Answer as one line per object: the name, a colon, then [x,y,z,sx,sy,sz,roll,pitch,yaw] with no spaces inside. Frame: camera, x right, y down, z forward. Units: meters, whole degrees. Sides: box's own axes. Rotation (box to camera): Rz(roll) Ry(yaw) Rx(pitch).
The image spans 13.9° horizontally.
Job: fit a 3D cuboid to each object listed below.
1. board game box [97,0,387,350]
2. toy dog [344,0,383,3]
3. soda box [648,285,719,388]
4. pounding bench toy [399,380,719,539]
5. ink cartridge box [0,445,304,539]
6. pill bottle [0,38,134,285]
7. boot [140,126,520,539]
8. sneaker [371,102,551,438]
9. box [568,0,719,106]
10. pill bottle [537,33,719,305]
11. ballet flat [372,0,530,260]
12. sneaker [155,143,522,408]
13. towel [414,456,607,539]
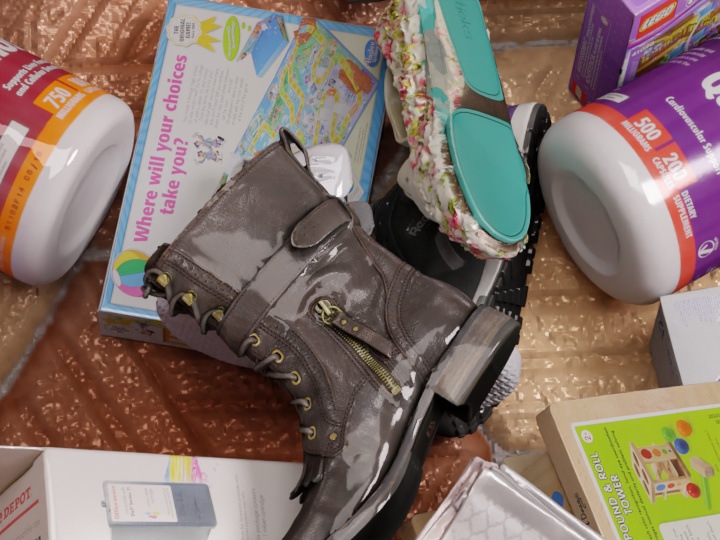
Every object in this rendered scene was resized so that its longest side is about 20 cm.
board game box: [-0.060,-0.050,1.641,0.134,0.034,0.200,10,66,2]
toy dog: [0.081,-0.211,1.679,0.199,0.132,0.097,-4,78,-23]
soda box: [0.207,0.110,1.562,0.063,0.068,0.200,-10,66,-5]
pounding bench toy: [0.132,0.183,1.472,0.124,0.156,0.200,-5,64,-39]
ink cartridge box: [-0.122,0.139,1.470,0.200,0.117,0.067,6,65,-27]
pill bottle: [-0.232,-0.083,1.605,0.200,0.113,0.113,27,67,9]
boot: [-0.037,0.048,1.454,0.174,0.069,0.200,33,74,13]
sneaker: [0.045,-0.001,1.616,0.087,0.076,0.200,5,61,17]
box: [0.211,-0.171,1.653,0.200,0.137,0.039,-33,71,-16]
pill bottle: [0.203,-0.070,1.616,0.200,0.113,0.113,-29,70,-19]
ballet flat: [0.047,-0.074,1.587,0.076,0.064,0.200,25,41,-34]
sneaker: [0.000,0.000,1.547,0.199,0.075,0.115,12,64,20]
towel: [0.082,0.215,1.343,0.200,0.032,0.191,35,80,-3]
